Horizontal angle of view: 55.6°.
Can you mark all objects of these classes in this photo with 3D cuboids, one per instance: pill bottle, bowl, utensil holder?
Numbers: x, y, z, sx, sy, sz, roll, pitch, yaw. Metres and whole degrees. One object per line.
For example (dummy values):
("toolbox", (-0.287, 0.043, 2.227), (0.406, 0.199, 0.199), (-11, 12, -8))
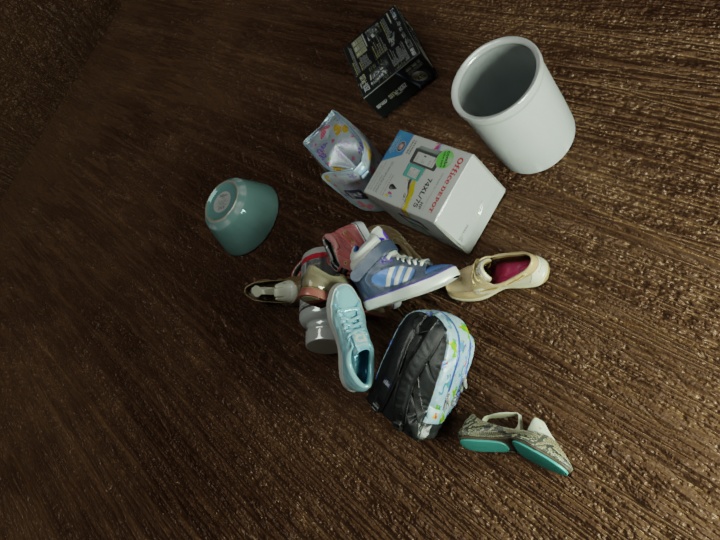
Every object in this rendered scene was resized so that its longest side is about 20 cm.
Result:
("pill bottle", (-0.070, 0.062, 1.400), (0.110, 0.110, 0.202), (-18, 58, 30))
("bowl", (-0.312, -0.150, 1.706), (0.199, 0.105, 0.203), (-17, 59, 30))
("utensil holder", (0.285, -0.294, 1.244), (0.168, 0.199, 0.172), (-17, 58, 31))

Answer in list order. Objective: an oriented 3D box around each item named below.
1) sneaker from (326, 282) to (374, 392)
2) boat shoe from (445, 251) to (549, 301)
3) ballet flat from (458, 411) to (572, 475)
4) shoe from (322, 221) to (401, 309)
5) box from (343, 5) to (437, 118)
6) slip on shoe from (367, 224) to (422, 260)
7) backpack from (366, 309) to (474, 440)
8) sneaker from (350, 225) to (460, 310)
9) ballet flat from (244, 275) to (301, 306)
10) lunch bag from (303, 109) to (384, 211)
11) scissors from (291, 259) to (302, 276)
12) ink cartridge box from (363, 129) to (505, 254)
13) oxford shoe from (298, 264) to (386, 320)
("sneaker", (-0.006, 0.119, 1.231), (0.082, 0.073, 0.203), (-10, 92, 62))
("boat shoe", (0.232, 0.003, 1.220), (0.198, 0.069, 0.075), (-16, 59, 33))
("ballet flat", (0.248, 0.262, 1.085), (0.198, 0.068, 0.076), (4, 54, 42))
("shoe", (0.000, 0.000, 1.356), (0.090, 0.072, 0.202), (-20, 70, -22))
("box", (0.066, -0.487, 1.592), (0.163, 0.086, 0.202), (-35, 50, 19))
("slip on shoe", (0.061, -0.039, 1.383), (0.076, 0.060, 0.200), (-48, 47, 8))
("backpack", (0.113, 0.166, 1.191), (0.163, 0.152, 0.203), (26, 113, 50))
("sneaker", (0.071, -0.021, 1.261), (0.198, 0.080, 0.148), (-20, 82, 23))
("ballet flat", (-0.185, 0.045, 1.521), (0.198, 0.072, 0.069), (1, 93, 38))
("lunch bag", (-0.010, -0.218, 1.457), (0.127, 0.169, 0.200), (-46, 48, 7))
("scissors", (-0.082, -0.044, 1.531), (0.200, 0.014, 0.073), (-50, 45, 8))
("ink cartridge box", (0.143, -0.153, 1.319), (0.199, 0.146, 0.148), (29, 87, 43))
("oxford shoe", (-0.025, 0.045, 1.314), (0.070, 0.199, 0.076), (-15, 59, 47))
